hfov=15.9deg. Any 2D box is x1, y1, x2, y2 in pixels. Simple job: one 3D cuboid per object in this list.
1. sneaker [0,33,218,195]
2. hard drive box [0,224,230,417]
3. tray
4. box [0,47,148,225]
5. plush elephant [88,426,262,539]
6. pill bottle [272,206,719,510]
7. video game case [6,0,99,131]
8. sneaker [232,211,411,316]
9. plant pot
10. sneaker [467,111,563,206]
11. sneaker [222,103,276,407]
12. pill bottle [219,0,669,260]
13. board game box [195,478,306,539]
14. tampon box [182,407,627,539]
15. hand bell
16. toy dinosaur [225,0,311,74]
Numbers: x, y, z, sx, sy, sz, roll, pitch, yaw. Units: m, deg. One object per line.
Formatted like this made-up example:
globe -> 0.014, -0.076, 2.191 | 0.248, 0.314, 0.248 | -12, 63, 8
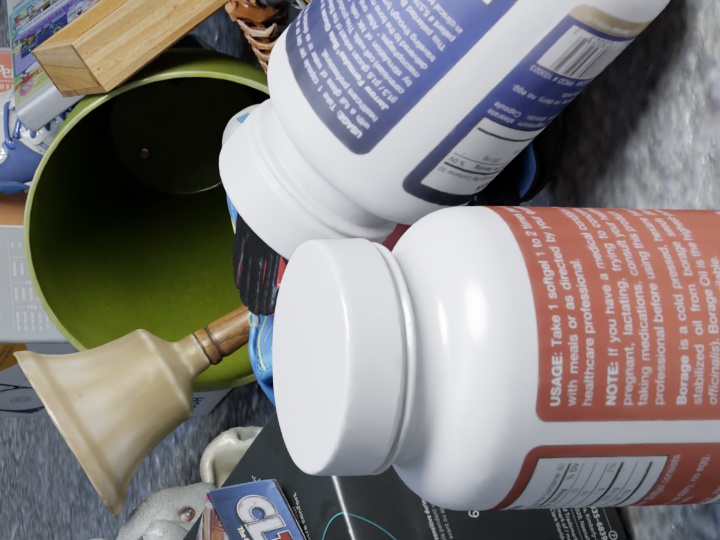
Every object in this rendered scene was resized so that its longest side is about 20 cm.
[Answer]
sneaker -> -0.179, -0.109, 1.633 | 0.088, 0.199, 0.075 | 71, -176, -64
hard drive box -> -0.173, 0.034, 1.625 | 0.156, 0.199, 0.077 | 132, 134, -62
tray -> -0.083, -0.167, 1.419 | 0.037, 0.200, 0.099 | 54, 165, -14
box -> -0.198, -0.051, 1.758 | 0.106, 0.152, 0.201 | -159, 70, -73
plush elephant -> -0.071, 0.173, 1.381 | 0.165, 0.155, 0.200 | -47, 3, -5
pill bottle -> 0.074, 0.032, 0.951 | 0.112, 0.199, 0.113 | -179, 90, -69
video game case -> -0.140, -0.199, 1.607 | 0.200, 0.022, 0.182 | -33, 39, 18
sneaker -> 0.000, 0.000, 1.241 | 0.200, 0.087, 0.074 | -130, 46, -53
plant pot -> -0.100, -0.054, 1.501 | 0.200, 0.187, 0.188 | -104, 21, -69
sneaker -> 0.038, -0.055, 1.235 | 0.200, 0.073, 0.112 | 115, 148, -48
sneaker -> -0.026, 0.007, 1.322 | 0.200, 0.076, 0.105 | 66, -166, 3
pill bottle -> 0.030, -0.091, 1.106 | 0.200, 0.111, 0.111 | -45, 43, 28
board game box -> -0.044, 0.208, 1.144 | 0.136, 0.035, 0.200 | 60, 149, 35
tampon box -> 0.020, 0.142, 1.176 | 0.200, 0.126, 0.150 | -55, 49, 57
hand bell -> -0.077, 0.036, 1.398 | 0.104, 0.200, 0.104 | 56, 173, 10
toy dinosaur -> -0.026, -0.168, 1.298 | 0.200, 0.135, 0.102 | 97, -173, -74
